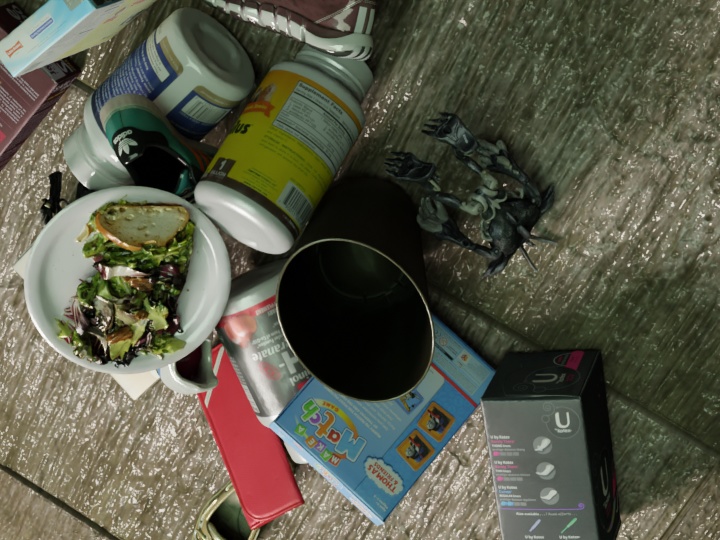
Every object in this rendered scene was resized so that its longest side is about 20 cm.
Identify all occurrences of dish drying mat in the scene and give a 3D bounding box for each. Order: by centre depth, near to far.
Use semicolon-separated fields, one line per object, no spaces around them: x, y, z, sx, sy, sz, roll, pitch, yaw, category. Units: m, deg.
-0.129;0.178;1.576;0.077;0.018;0.201;-30;73;23;dish drying mat

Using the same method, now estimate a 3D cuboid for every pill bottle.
-0.068;-0.124;1.390;0.109;0.109;0.201;29;74;6;pill bottle
-0.211;-0.165;1.466;0.200;0.111;0.111;-39;95;26;pill bottle
-0.076;0.098;1.522;0.110;0.111;0.201;-19;103;24;pill bottle

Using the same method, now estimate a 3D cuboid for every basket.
0.000;0.000;1.396;0.136;0.200;0.181;-24;115;15;basket

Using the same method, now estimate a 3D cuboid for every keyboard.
-0.288;-0.044;1.479;0.021;0.200;0.127;-32;117;8;keyboard

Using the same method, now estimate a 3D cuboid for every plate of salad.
-0.222;0.016;1.383;0.199;0.048;0.201;-6;116;-12;plate of salad

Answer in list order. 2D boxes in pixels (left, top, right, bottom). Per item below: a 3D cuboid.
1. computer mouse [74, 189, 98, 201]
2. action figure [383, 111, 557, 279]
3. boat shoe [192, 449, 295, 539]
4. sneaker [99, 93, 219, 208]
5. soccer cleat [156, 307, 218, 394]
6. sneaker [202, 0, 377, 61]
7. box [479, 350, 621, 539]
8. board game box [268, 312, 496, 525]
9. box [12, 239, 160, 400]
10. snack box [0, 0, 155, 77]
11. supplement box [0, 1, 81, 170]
-0.230;-0.024;1.517;0.034;0.059;0.200;-35;137;10;computer mouse
0.113;-0.075;1.399;0.119;0.102;0.200;-49;132;1;action figure
-0.144;0.284;1.642;0.073;0.063;0.201;38;117;1;boat shoe
-0.180;-0.091;1.410;0.071;0.080;0.200;-32;142;18;sneaker
-0.184;0.032;1.470;0.086;0.070;0.201;10;116;54;soccer cleat
-0.059;-0.280;1.356;0.199;0.076;0.116;24;105;23;sneaker
0.197;0.196;1.461;0.106;0.122;0.201;-3;109;20;box
0.027;0.134;1.470;0.151;0.200;0.037;42;160;-1;board game box
-0.272;0.031;1.573;0.078;0.095;0.200;-40;92;29;box
-0.259;-0.253;1.398;0.116;0.200;0.037;-33;96;25;snack box
-0.405;-0.180;1.554;0.109;0.061;0.200;46;118;-3;supplement box
